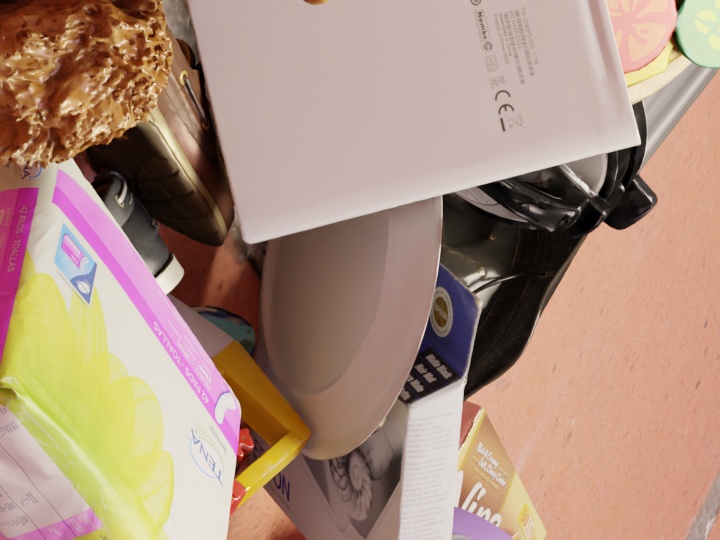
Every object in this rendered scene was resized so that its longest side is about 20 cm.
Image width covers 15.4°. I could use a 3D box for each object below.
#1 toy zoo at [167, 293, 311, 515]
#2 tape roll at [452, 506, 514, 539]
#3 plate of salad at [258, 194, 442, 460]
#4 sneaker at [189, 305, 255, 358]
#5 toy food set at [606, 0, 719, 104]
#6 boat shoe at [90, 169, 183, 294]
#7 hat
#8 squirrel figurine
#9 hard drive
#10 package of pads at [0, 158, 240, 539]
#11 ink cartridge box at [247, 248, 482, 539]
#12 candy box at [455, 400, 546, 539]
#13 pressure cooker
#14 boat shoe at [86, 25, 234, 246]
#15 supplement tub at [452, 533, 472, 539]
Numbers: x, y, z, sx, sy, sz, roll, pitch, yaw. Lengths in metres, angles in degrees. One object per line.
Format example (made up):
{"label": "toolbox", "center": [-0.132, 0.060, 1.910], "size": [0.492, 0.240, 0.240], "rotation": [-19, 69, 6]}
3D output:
{"label": "toy zoo", "center": [-0.111, 0.076, 1.341], "size": [0.200, 0.131, 0.021], "rotation": [-38, 167, -47]}
{"label": "tape roll", "center": [0.031, 0.246, 1.634], "size": [0.066, 0.199, 0.202], "rotation": [-13, 118, -58]}
{"label": "plate of salad", "center": [0.000, 0.000, 1.393], "size": [0.048, 0.200, 0.202], "rotation": [10, 99, -28]}
{"label": "sneaker", "center": [-0.108, 0.102, 1.402], "size": [0.200, 0.089, 0.079], "rotation": [-53, 149, -32]}
{"label": "toy food set", "center": [0.125, -0.177, 1.421], "size": [0.197, 0.049, 0.201], "rotation": [-22, 114, -11]}
{"label": "boat shoe", "center": [-0.170, 0.021, 1.276], "size": [0.200, 0.072, 0.068], "rotation": [-40, 114, -41]}
{"label": "hat", "center": [0.052, 0.002, 1.637], "size": [0.081, 0.200, 0.201], "rotation": [37, 67, -16]}
{"label": "squirrel figurine", "center": [-0.106, -0.135, 1.147], "size": [0.141, 0.186, 0.201], "rotation": [19, 90, -63]}
{"label": "hard drive", "center": [0.025, -0.102, 1.301], "size": [0.026, 0.199, 0.133], "rotation": [8, 68, -82]}
{"label": "package of pads", "center": [-0.123, 0.067, 1.183], "size": [0.155, 0.068, 0.200], "rotation": [-85, 152, -44]}
{"label": "ink cartridge box", "center": [-0.004, 0.067, 1.475], "size": [0.040, 0.200, 0.201], "rotation": [-7, 117, -25]}
{"label": "candy box", "center": [0.059, 0.176, 1.803], "size": [0.116, 0.055, 0.200], "rotation": [-61, 151, -20]}
{"label": "pressure cooker", "center": [0.106, -0.126, 1.570], "size": [0.200, 0.175, 0.179], "rotation": [-50, 144, -37]}
{"label": "boat shoe", "center": [-0.101, -0.083, 1.319], "size": [0.068, 0.072, 0.200], "rotation": [-58, 148, -20]}
{"label": "supplement tub", "center": [-0.004, 0.230, 1.554], "size": [0.200, 0.107, 0.107], "rotation": [-35, 169, 29]}
